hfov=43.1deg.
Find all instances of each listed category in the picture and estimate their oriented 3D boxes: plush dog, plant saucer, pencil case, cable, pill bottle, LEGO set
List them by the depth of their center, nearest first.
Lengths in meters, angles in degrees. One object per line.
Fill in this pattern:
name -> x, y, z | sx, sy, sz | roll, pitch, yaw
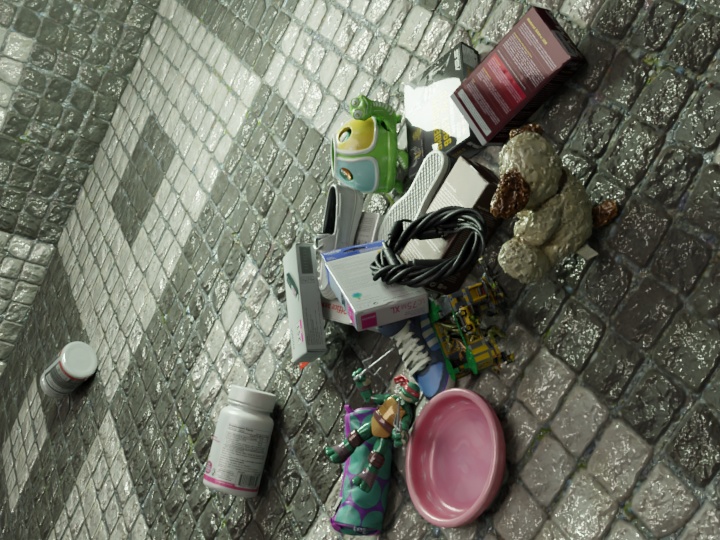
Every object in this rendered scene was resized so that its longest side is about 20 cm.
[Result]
plush dog -> 0.250, -0.109, 1.262 | 0.159, 0.172, 0.202 | -19, 37, 34
LEGO set -> 0.182, 0.078, 1.341 | 0.200, 0.114, 0.156 | 104, 145, -71
plant saucer -> 0.147, 0.279, 1.355 | 0.200, 0.050, 0.204 | -29, 53, 46
cable -> 0.101, -0.036, 1.376 | 0.198, 0.051, 0.163 | 5, 41, 45
pencil case -> 0.003, 0.329, 1.497 | 0.085, 0.091, 0.203 | 150, 131, -62
pill bottle -> -0.235, 0.337, 1.812 | 0.113, 0.112, 0.203 | 3, 77, 55
pill bottle -> -0.877, 0.301, 2.729 | 0.199, 0.115, 0.118 | -35, 49, 41

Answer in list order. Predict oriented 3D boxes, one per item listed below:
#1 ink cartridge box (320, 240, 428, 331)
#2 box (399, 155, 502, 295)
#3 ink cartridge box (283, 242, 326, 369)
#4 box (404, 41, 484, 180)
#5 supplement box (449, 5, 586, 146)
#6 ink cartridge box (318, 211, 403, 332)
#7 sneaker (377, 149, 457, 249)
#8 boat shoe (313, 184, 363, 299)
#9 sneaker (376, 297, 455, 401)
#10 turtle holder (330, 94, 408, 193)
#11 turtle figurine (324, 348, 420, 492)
ink cartridge box -> 0.018, 0.019, 1.437 | 0.200, 0.117, 0.043 | -123, 24, -55
box -> 0.156, -0.071, 1.482 | 0.202, 0.074, 0.100 | -60, 36, 20
ink cartridge box -> -0.116, 0.071, 1.689 | 0.173, 0.043, 0.204 | 139, 126, -63
box -> 0.147, -0.275, 1.606 | 0.158, 0.048, 0.203 | -30, 52, 44
supplement box -> 0.245, -0.302, 1.438 | 0.200, 0.060, 0.110 | -44, 69, 35
ink cartridge box -> 0.000, 0.000, 1.657 | 0.145, 0.083, 0.203 | 11, 85, 56
sneaker -> 0.110, -0.104, 1.552 | 0.201, 0.079, 0.079 | -55, 43, 21
boat shoe -> -0.049, -0.053, 1.611 | 0.072, 0.068, 0.203 | 18, 93, 57
sneaker -> 0.068, 0.110, 1.455 | 0.080, 0.145, 0.203 | -40, 44, 37
turtle holder -> 0.015, -0.217, 1.643 | 0.186, 0.129, 0.144 | 113, 154, -76
turtle figurine -> 0.037, 0.234, 1.422 | 0.201, 0.100, 0.150 | -56, 43, 8
